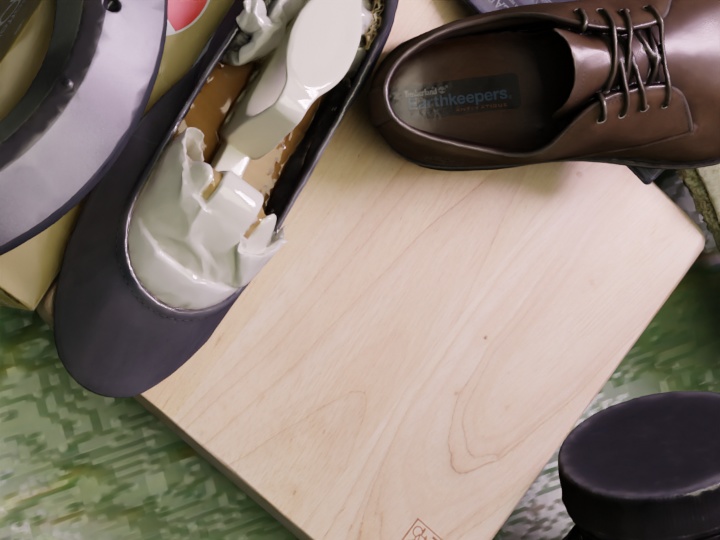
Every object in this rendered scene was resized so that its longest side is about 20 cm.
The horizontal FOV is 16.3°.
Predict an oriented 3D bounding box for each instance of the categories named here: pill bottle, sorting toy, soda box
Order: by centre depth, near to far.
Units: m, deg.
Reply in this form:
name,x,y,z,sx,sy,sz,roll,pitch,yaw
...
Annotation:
name,x,y,z,sx,sy,sz,roll,pitch,yaw
soda box,-0.104,-0.084,0.948,0.064,0.068,0.200,36,77,-22
sorting toy,0.000,0.000,0.995,0.199,0.070,0.200,42,76,-16
pill bottle,0.137,0.156,1.018,0.112,0.112,0.201,-22,116,-22

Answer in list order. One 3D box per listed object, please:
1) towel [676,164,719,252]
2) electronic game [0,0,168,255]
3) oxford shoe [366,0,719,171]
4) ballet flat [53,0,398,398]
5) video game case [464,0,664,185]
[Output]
name,x,y,z,sx,sy,sz,roll,pitch,yaw
towel,0.207,-0.039,1.012,0.148,0.037,0.200,-25,121,11
electronic game,-0.167,-0.092,0.892,0.199,0.042,0.201,-1,74,3
oxford shoe,0.100,-0.070,0.908,0.199,0.084,0.073,-12,90,7
ballet flat,-0.045,-0.044,0.904,0.073,0.073,0.200,36,77,-21
video game case,0.131,-0.153,0.950,0.200,0.019,0.143,-45,86,8
